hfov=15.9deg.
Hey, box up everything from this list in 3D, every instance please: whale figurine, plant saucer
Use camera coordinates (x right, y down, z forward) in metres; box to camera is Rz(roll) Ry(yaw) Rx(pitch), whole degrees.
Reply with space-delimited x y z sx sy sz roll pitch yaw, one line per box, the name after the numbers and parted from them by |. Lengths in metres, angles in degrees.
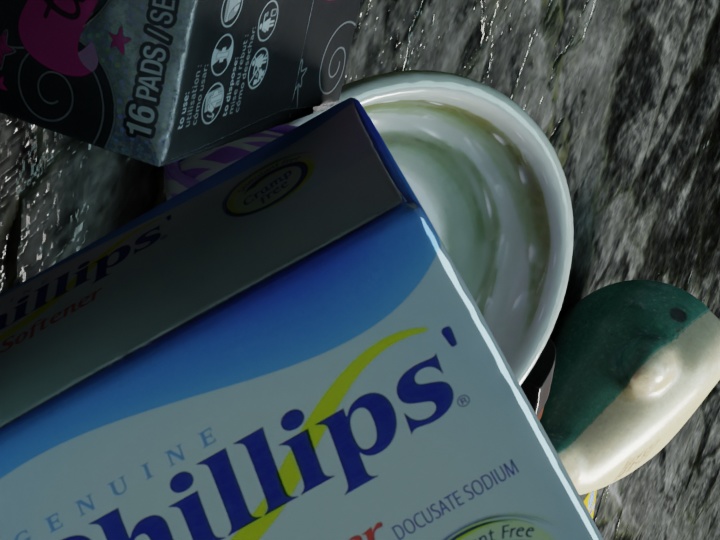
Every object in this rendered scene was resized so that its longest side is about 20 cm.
0.149 0.082 1.662 0.200 0.104 0.159 -37 166 -31 | whale figurine
0.000 0.000 1.145 0.200 0.050 0.200 -15 121 -26 | plant saucer

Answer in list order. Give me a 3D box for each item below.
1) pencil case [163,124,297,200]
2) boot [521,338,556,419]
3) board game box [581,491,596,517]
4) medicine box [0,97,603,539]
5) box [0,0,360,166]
-0.036 0.038 1.053 0.084 0.085 0.200 -75 167 -60 | pencil case
0.045 0.153 1.517 0.188 0.068 0.200 -60 167 -49 | boot
0.118 0.253 1.818 0.134 0.034 0.200 -51 153 -44 | board game box
-0.028 0.079 0.858 0.200 0.182 0.103 60 1 -28 | medicine box
-0.063 -0.151 0.802 0.132 0.115 0.200 -26 131 -63 | box
